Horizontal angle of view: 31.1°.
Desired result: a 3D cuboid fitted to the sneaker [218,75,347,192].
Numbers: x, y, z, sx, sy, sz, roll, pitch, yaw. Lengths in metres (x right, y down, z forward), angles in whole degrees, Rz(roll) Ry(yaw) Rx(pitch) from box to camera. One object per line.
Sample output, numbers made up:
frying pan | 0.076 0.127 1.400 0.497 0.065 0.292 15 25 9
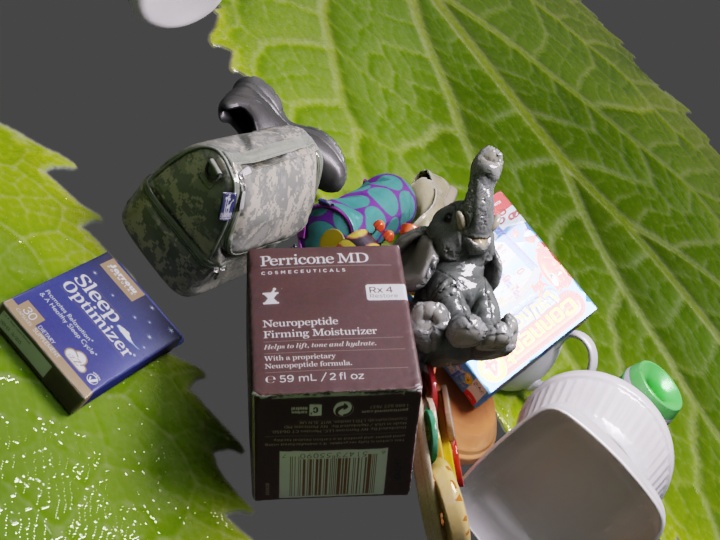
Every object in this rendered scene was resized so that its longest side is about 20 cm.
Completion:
sneaker | -0.107 -0.164 1.693 0.199 0.076 0.091 38 39 4

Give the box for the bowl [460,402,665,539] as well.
bowl | 0.229 0.259 1.460 0.200 0.200 0.075 47 26 5

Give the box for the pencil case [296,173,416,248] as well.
pencil case | -0.004 -0.068 1.674 0.092 0.086 0.200 27 25 19

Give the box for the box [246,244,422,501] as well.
box | -0.033 0.102 1.307 0.163 0.166 0.202 -2 44 -5

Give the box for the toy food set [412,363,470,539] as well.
toy food set | 0.083 0.203 1.391 0.200 0.048 0.201 58 22 -79

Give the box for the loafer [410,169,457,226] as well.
loafer | 0.086 -0.086 1.822 0.068 0.076 0.200 39 22 -6

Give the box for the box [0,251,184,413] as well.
box | -0.258 0.052 1.284 0.121 0.032 0.200 48 30 4

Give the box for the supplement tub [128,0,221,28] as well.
supplement tub | -0.273 -0.443 1.737 0.143 0.144 0.201 3 50 -48

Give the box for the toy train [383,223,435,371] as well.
toy train | 0.068 0.050 1.472 0.150 0.055 0.202 -39 123 -41

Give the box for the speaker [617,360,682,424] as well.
speaker | 0.305 0.200 1.615 0.088 0.200 0.089 30 34 -23

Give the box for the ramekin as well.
ramekin | 0.266 0.229 1.536 0.203 0.202 0.094 47 32 5

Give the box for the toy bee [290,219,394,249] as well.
toy bee | 0.000 0.000 1.493 0.131 0.108 0.200 52 -4 4

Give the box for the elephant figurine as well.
elephant figurine | 0.103 -0.007 1.392 0.141 0.153 0.203 36 48 -62

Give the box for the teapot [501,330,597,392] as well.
teapot | 0.208 0.055 1.725 0.199 0.146 0.199 31 34 -23

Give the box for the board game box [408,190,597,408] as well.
board game box | 0.160 0.033 1.615 0.199 0.056 0.196 -35 78 -25

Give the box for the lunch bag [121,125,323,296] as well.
lunch bag | -0.145 -0.082 1.443 0.140 0.168 0.199 50 32 10

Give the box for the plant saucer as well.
plant saucer | 0.096 0.145 1.591 0.199 0.037 0.202 31 33 -23
